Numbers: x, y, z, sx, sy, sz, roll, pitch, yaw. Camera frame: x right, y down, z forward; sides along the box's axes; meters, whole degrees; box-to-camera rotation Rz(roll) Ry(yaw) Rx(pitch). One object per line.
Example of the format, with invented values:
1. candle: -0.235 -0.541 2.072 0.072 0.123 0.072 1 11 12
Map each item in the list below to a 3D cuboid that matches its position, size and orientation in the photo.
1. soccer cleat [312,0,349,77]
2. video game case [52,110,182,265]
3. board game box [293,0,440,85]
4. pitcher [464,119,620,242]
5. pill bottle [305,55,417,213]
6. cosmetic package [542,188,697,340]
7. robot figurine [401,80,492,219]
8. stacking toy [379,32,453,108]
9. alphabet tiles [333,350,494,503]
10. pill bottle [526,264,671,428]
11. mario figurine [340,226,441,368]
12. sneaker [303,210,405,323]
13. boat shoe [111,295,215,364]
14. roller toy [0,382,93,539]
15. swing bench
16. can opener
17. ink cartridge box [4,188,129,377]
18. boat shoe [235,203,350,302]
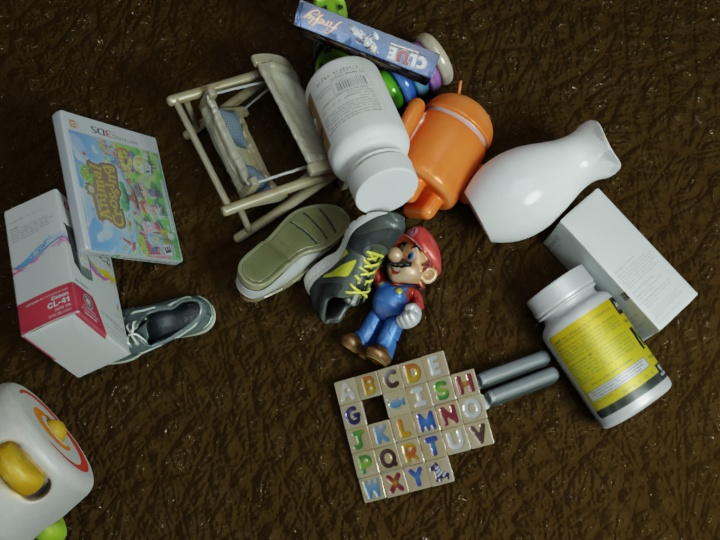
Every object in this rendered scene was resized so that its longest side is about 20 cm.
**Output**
1. soccer cleat: -0.043 -0.332 1.286 0.066 0.081 0.203 -1 72 -7
2. video game case: -0.336 -0.111 1.186 0.022 0.181 0.203 -23 74 28
3. board game box: 0.009 -0.312 1.174 0.197 0.136 0.035 21 98 -1
4. pitcher: 0.252 -0.123 1.208 0.198 0.172 0.122 -29 86 6
5. pill bottle: 0.004 -0.182 1.151 0.113 0.115 0.202 -18 59 -5
6. cosmetic package: 0.360 -0.005 1.193 0.081 0.113 0.200 -40 78 -11
7. robot figurine: 0.119 -0.170 1.232 0.143 0.117 0.202 30 78 10
8. stacking toy: 0.040 -0.268 1.279 0.199 0.085 0.086 -36 78 -3
9. alphabet tiles: 0.073 0.207 1.142 0.197 0.008 0.170 -18 81 17
10. pill bottle: 0.321 0.102 1.162 0.113 0.114 0.202 -31 78 -8
11. mario figurine: 0.039 0.024 1.185 0.122 0.106 0.202 25 78 7
12. sneaker: 0.000 0.000 1.158 0.074 0.200 0.086 13 47 -36
13. boat shoe: -0.303 0.079 1.187 0.197 0.062 0.074 -16 79 -4
14. roller toy: -0.436 0.241 1.079 0.139 0.201 0.182 -40 59 -11
15. swing bench: -0.141 -0.185 1.224 0.198 0.130 0.201 -27 76 -7
16. can opener: 0.179 0.166 1.177 0.197 0.067 0.053 -20 65 -13
17. ink cartridge box: -0.390 0.017 1.129 0.084 0.148 0.202 -22 60 3
18. boat shoe: -0.099 -0.026 1.215 0.199 0.069 0.075 -34 72 -30
